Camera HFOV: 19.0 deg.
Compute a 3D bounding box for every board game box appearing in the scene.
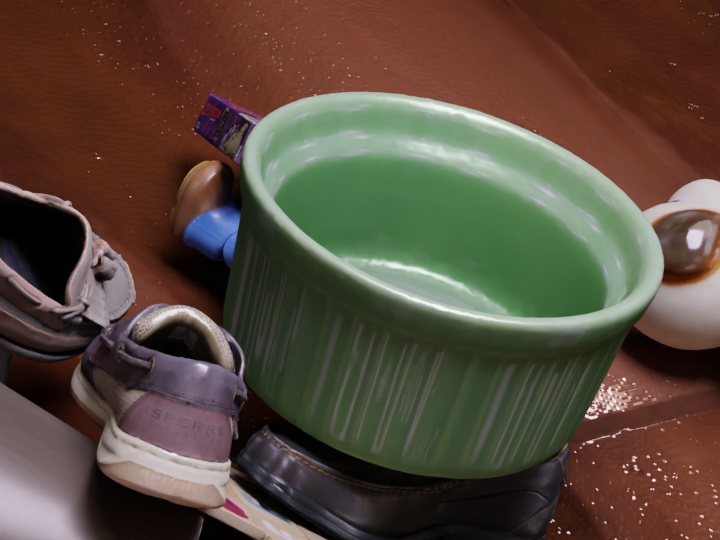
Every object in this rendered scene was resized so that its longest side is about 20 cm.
[{"bbox_3d":[0.010,-0.041,1.208,0.200,0.032,0.120,23,1,-19],"label":"board game box"}]

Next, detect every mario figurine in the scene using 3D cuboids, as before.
[{"bbox_3d":[0.000,0.000,1.152,0.200,0.106,0.123,37,50,23],"label":"mario figurine"}]

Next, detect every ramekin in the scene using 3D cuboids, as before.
[{"bbox_3d":[0.031,0.008,1.005,0.200,0.098,0.200,13,30,-8],"label":"ramekin"}]

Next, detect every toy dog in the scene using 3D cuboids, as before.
[{"bbox_3d":[0.243,0.025,1.266,0.200,0.140,0.194,28,72,2],"label":"toy dog"}]

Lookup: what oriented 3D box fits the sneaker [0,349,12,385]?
[{"bbox_3d":[-0.247,-0.003,1.040,0.130,0.080,0.200,3,31,-30],"label":"sneaker"}]

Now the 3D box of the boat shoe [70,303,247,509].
[{"bbox_3d":[-0.081,0.047,0.923,0.072,0.065,0.200,22,6,-11],"label":"boat shoe"}]

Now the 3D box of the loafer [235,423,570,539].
[{"bbox_3d":[0.024,0.093,1.027,0.200,0.072,0.073,17,16,-48],"label":"loafer"}]

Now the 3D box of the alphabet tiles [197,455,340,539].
[{"bbox_3d":[-0.004,0.130,0.975,0.200,0.006,0.166,30,3,-24],"label":"alphabet tiles"}]

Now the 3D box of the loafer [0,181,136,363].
[{"bbox_3d":[-0.149,-0.005,0.959,0.200,0.063,0.072,17,50,-63],"label":"loafer"}]

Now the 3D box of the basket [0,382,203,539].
[{"bbox_3d":[-0.178,0.111,0.892,0.200,0.136,0.180,25,47,-6],"label":"basket"}]
